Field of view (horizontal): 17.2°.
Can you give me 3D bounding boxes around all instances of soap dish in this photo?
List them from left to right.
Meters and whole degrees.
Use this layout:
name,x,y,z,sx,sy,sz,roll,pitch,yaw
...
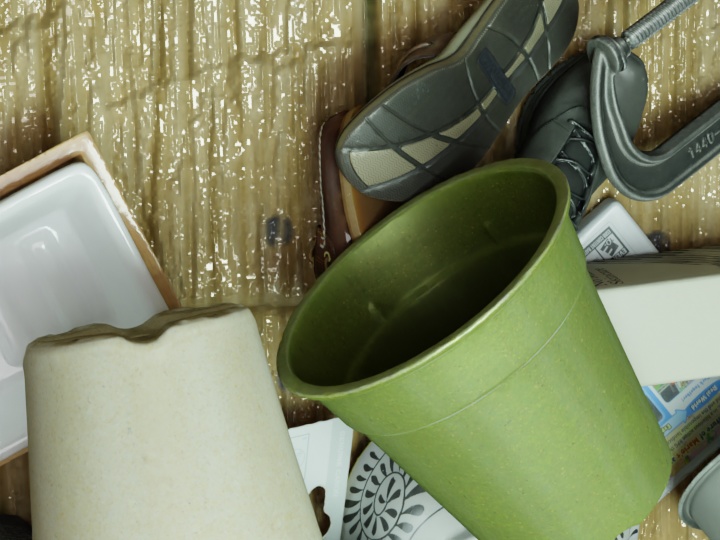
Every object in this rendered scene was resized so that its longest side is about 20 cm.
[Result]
name,x,y,z,sx,sy,sz,roll,pitch,yaw
soap dish,-0.218,0.027,1.447,0.199,0.081,0.158,-28,107,-4

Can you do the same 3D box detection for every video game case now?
name,x,y,z,sx,sy,sz,roll,pitch,yaw
video game case,0.145,0.084,1.568,0.200,0.024,0.182,-41,108,-1

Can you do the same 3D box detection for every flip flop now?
name,x,y,z,sx,sy,sz,roll,pitch,yaw
flip flop,0.056,-0.119,1.475,0.200,0.057,0.081,-48,126,-21

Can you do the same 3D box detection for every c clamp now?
name,x,y,z,sx,sy,sz,roll,pitch,yaw
c clamp,0.205,-0.147,1.494,0.200,0.027,0.171,-42,124,-24

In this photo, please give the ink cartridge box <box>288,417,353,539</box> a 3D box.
name,x,y,z,sx,sy,sz,roll,pitch,yaw
ink cartridge box,-0.105,0.167,1.510,0.199,0.047,0.161,-9,119,-32

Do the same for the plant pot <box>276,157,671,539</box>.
name,x,y,z,sx,sy,sz,roll,pitch,yaw
plant pot,0.084,0.072,1.389,0.200,0.200,0.190,-36,112,-1

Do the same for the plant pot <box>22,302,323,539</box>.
name,x,y,z,sx,sy,sz,roll,pitch,yaw
plant pot,-0.112,0.119,1.348,0.199,0.200,0.185,-11,94,-9

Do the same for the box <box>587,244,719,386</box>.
name,x,y,z,sx,sy,sz,roll,pitch,yaw
box,0.213,0.027,1.516,0.199,0.082,0.069,-7,104,-14

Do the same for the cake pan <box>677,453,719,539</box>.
name,x,y,z,sx,sy,sz,roll,pitch,yaw
cake pan,0.302,0.130,1.534,0.199,0.201,0.037,-21,64,-6

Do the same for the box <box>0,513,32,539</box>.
name,x,y,z,sx,sy,sz,roll,pitch,yaw
box,-0.287,0.219,1.433,0.159,0.048,0.200,-61,151,6

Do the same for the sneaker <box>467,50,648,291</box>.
name,x,y,z,sx,sy,sz,roll,pitch,yaw
sneaker,0.120,-0.050,1.495,0.076,0.091,0.201,33,94,-16

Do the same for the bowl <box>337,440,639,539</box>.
name,x,y,z,sx,sy,sz,roll,pitch,yaw
bowl,0.086,0.183,1.521,0.199,0.094,0.202,-1,112,-2

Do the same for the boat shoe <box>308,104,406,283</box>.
name,x,y,z,sx,sy,sz,roll,pitch,yaw
boat shoe,0.000,0.000,1.492,0.070,0.070,0.201,-10,93,36
